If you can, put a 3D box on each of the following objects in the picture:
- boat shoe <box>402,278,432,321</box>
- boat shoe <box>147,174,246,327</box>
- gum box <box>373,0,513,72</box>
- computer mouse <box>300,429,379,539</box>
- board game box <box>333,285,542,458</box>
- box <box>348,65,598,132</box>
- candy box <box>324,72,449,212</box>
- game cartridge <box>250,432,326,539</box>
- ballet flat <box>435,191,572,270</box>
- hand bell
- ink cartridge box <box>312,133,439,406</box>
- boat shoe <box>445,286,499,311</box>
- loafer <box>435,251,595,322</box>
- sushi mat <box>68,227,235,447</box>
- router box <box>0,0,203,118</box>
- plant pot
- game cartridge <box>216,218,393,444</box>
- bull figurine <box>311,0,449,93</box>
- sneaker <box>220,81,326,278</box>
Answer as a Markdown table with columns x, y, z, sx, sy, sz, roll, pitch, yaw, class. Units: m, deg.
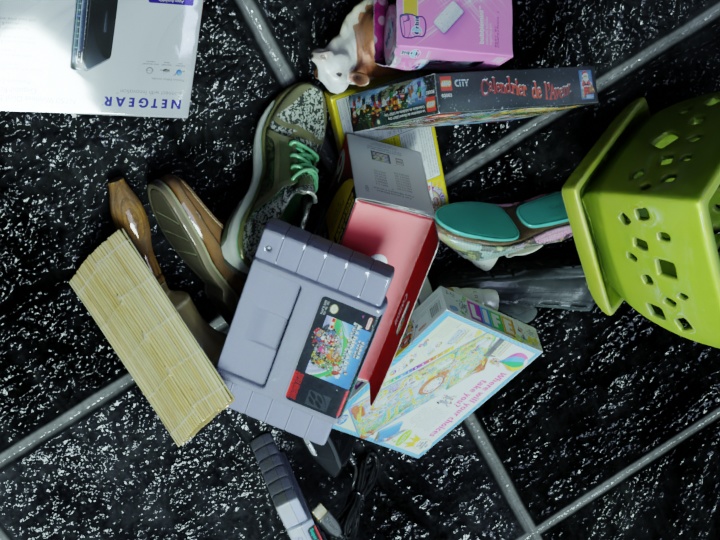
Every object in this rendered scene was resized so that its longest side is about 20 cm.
| x | y | z | sx | sy | sz | roll | pitch | yaw | class |
| --- | --- | --- | --- | --- | --- | --- | --- | --- | --- |
| 0.043 | 0.077 | 1.621 | 0.065 | 0.074 | 0.201 | -15 | 121 | -18 | boat shoe |
| -0.139 | -0.024 | 1.503 | 0.068 | 0.072 | 0.200 | -40 | 125 | -17 | boat shoe |
| 0.074 | -0.277 | 1.390 | 0.113 | 0.066 | 0.201 | 2 | 82 | -18 | gum box |
| -0.044 | 0.198 | 1.628 | 0.046 | 0.141 | 0.200 | -5 | 131 | 25 | computer mouse |
| 0.070 | 0.109 | 1.561 | 0.134 | 0.034 | 0.200 | 24 | 126 | -33 | board game box |
| 0.108 | -0.164 | 1.457 | 0.199 | 0.136 | 0.038 | -8 | 92 | -35 | box |
| 0.032 | -0.107 | 1.548 | 0.102 | 0.026 | 0.201 | -21 | 123 | -14 | candy box |
| -0.058 | 0.286 | 1.656 | 0.038 | 0.130 | 0.201 | -27 | 124 | -7 | game cartridge |
| 0.155 | -0.038 | 1.604 | 0.199 | 0.069 | 0.071 | -11 | 141 | -29 | ballet flat |
| -0.204 | 0.003 | 1.486 | 0.104 | 0.104 | 0.201 | -22 | 111 | -10 | hand bell |
| 0.000 | 0.000 | 1.479 | 0.083 | 0.176 | 0.201 | 13 | 119 | -13 | ink cartridge box |
| 0.118 | 0.088 | 1.623 | 0.069 | 0.071 | 0.200 | -7 | 147 | -6 | boat shoe |
| 0.174 | 0.024 | 1.650 | 0.200 | 0.068 | 0.071 | -4 | 110 | -24 | loafer |
| -0.201 | 0.064 | 1.457 | 0.096 | 0.200 | 0.012 | -39 | 172 | 37 | sushi mat |
| -0.242 | -0.231 | 1.356 | 0.199 | 0.049 | 0.180 | -1 | 116 | -22 | router box |
| 0.329 | -0.060 | 1.578 | 0.200 | 0.181 | 0.200 | -50 | 133 | -35 | plant pot |
| -0.057 | 0.061 | 1.421 | 0.129 | 0.038 | 0.201 | 24 | 120 | 5 | game cartridge |
| 0.040 | -0.234 | 1.458 | 0.199 | 0.065 | 0.122 | -6 | 109 | -25 | bull figurine |
| -0.061 | -0.085 | 1.459 | 0.077 | 0.088 | 0.201 | 23 | 79 | -39 | sneaker |
